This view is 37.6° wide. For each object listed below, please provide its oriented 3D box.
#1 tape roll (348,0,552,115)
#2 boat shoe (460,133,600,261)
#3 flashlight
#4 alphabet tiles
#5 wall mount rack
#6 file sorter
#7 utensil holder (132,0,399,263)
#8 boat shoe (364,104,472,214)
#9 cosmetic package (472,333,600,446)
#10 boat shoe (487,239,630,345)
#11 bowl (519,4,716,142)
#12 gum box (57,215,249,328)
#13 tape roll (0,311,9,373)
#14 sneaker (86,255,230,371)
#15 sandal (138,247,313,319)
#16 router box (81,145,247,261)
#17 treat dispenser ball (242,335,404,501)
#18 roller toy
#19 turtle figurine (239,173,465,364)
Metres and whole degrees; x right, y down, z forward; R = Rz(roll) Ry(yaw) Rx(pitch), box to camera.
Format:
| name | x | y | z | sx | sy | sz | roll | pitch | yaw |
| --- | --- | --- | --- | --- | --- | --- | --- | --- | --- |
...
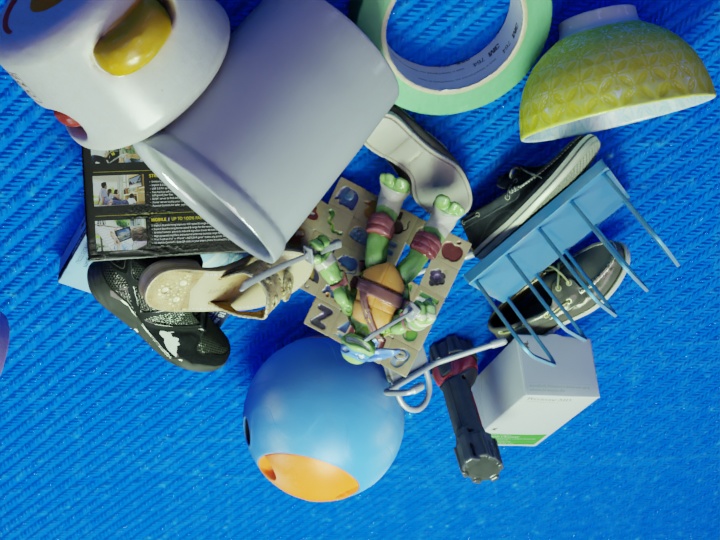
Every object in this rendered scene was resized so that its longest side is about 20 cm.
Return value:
| name | x | y | z | sx | sy | sz | roll | pitch | yaw |
| --- | --- | --- | --- | --- | --- | --- | --- | --- | --- |
| tape roll | 0.089 | -0.251 | 1.049 | 0.198 | 0.048 | 0.202 | -6 | 132 | -7 |
| boat shoe | 0.186 | -0.091 | 1.192 | 0.200 | 0.062 | 0.074 | -44 | 164 | 34 |
| flashlight | 0.135 | 0.175 | 1.335 | 0.067 | 0.201 | 0.068 | -4 | 134 | -10 |
| alphabet tiles | 0.000 | 0.000 | 1.184 | 0.199 | 0.008 | 0.168 | 27 | 98 | 6 |
| wall mount rack | 0.082 | 0.062 | 1.266 | 0.173 | 0.074 | 0.202 | -25 | 100 | -41 |
| file sorter | 0.247 | -0.001 | 1.207 | 0.200 | 0.123 | 0.139 | -41 | 156 | 12 |
| utensil holder | -0.084 | -0.138 | 0.981 | 0.201 | 0.169 | 0.170 | -52 | 130 | -10 |
| boat shoe | 0.061 | -0.129 | 1.155 | 0.067 | 0.057 | 0.200 | -31 | 136 | 19 |
| cosmetic package | 0.217 | 0.159 | 1.376 | 0.106 | 0.086 | 0.200 | 3 | 154 | -14 |
| boat shoe | 0.245 | 0.027 | 1.315 | 0.060 | 0.073 | 0.201 | 26 | 125 | -36 |
| bowl | 0.249 | -0.205 | 1.070 | 0.198 | 0.200 | 0.109 | -12 | 90 | -2 |
| gum box | -0.211 | -0.026 | 1.184 | 0.199 | 0.045 | 0.170 | 21 | 124 | -27 |
| tape roll | -0.468 | 0.120 | 1.151 | 0.200 | 0.201 | 0.065 | -40 | 127 | 22 |
| sneaker | -0.192 | 0.035 | 1.160 | 0.114 | 0.077 | 0.199 | -28 | 126 | 22 |
| sandal | -0.124 | 0.028 | 1.104 | 0.210 | 0.070 | 0.078 | -3 | 126 | -38 |
| router box | -0.180 | -0.090 | 1.073 | 0.198 | 0.051 | 0.151 | -3 | 97 | -15 |
| treat dispenser ball | -0.045 | 0.181 | 1.300 | 0.199 | 0.202 | 0.202 | -6 | 132 | -7 |
| roller toy | -0.220 | -0.210 | 0.920 | 0.181 | 0.201 | 0.140 | -19 | 134 | 24 |
| turtle figurine | 0.020 | -0.005 | 1.091 | 0.200 | 0.143 | 0.195 | 37 | 74 | -42 |
